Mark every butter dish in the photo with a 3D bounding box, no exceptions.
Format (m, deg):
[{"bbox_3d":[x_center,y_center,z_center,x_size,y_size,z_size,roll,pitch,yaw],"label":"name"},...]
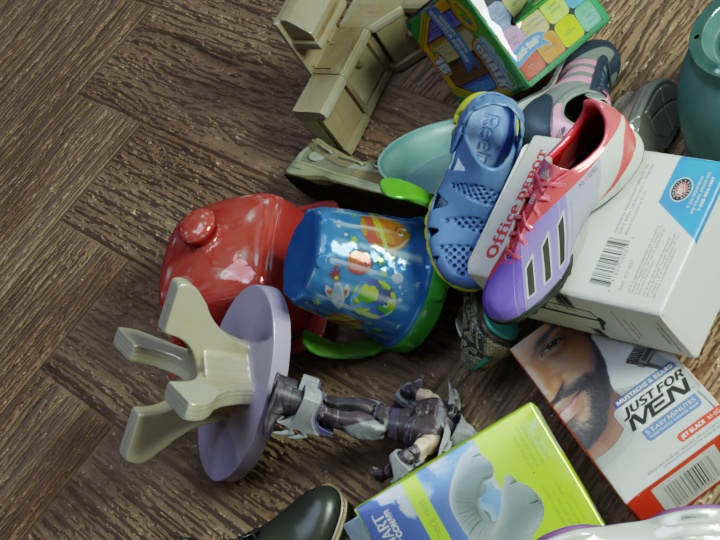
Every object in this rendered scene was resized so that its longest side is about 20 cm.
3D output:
[{"bbox_3d":[-0.138,-0.009,1.452,0.200,0.148,0.200,-13,51,25],"label":"butter dish"}]

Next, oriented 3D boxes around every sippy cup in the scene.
[{"bbox_3d":[0.000,0.000,1.328,0.140,0.130,0.178,2,78,68],"label":"sippy cup"}]

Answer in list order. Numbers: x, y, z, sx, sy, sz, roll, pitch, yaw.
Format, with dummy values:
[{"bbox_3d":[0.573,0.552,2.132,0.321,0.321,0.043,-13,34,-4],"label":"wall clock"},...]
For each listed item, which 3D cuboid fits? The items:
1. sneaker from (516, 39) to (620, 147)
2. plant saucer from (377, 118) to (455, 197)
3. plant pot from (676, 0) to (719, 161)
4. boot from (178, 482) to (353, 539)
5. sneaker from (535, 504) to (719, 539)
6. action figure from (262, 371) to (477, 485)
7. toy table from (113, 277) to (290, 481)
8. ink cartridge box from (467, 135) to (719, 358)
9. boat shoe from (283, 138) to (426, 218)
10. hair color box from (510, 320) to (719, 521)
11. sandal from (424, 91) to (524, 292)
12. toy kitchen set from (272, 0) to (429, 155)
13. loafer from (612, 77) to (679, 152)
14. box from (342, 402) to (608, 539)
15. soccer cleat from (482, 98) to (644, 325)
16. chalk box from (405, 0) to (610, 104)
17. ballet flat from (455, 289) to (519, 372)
[{"bbox_3d":[0.224,-0.168,1.366,0.082,0.070,0.200,6,39,39],"label":"sneaker"},{"bbox_3d":[0.118,-0.105,1.391,0.200,0.036,0.200,-7,27,4],"label":"plant saucer"},{"bbox_3d":[0.375,-0.178,1.255,0.200,0.134,0.200,-18,48,21],"label":"plant pot"},{"bbox_3d":[-0.106,0.251,1.229,0.200,0.138,0.077,-49,44,-11],"label":"boot"},{"bbox_3d":[0.201,0.242,1.061,0.200,0.075,0.100,-13,66,10],"label":"sneaker"},{"bbox_3d":[0.015,0.138,1.256,0.200,0.069,0.130,12,22,1],"label":"action figure"},{"bbox_3d":[-0.153,0.105,1.327,0.184,0.117,0.200,16,95,56],"label":"toy table"},{"bbox_3d":[0.213,-0.024,1.178,0.200,0.084,0.146,14,71,43],"label":"ink cartridge box"},{"bbox_3d":[0.000,-0.102,1.491,0.201,0.073,0.063,16,70,49],"label":"boat shoe"},{"bbox_3d":[0.226,0.110,1.173,0.111,0.064,0.200,-38,42,3],"label":"hair color box"},{"bbox_3d":[0.106,-0.080,1.251,0.079,0.087,0.200,8,76,-5],"label":"sandal"},{"bbox_3d":[0.028,-0.253,1.525,0.180,0.163,0.200,7,61,37],"label":"toy kitchen set"},{"bbox_3d":[0.245,-0.104,1.340,0.063,0.072,0.200,0,48,55],"label":"loafer"},{"bbox_3d":[0.091,0.213,1.160,0.200,0.048,0.122,-33,73,7],"label":"box"},{"bbox_3d":[0.154,-0.049,1.127,0.068,0.073,0.200,31,82,45],"label":"soccer cleat"},{"bbox_3d":[0.156,-0.257,1.399,0.125,0.124,0.200,-39,10,-16],"label":"chalk box"},{"bbox_3d":[0.118,0.017,1.317,0.075,0.068,0.200,-49,21,40],"label":"ballet flat"}]
